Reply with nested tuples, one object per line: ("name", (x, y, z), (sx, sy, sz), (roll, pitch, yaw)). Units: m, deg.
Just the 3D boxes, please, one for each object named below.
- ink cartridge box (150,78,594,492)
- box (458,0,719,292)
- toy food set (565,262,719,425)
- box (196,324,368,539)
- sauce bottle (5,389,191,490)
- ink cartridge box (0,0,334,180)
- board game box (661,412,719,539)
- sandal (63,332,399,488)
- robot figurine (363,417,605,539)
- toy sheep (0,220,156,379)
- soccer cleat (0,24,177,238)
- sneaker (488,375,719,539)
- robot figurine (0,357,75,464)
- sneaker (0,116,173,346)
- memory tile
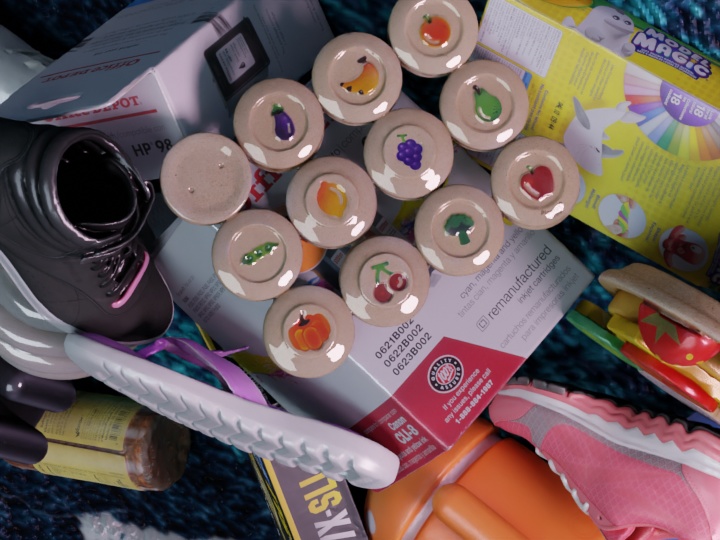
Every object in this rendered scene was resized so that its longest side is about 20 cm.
("ink cartridge box", (0.000, 0.000, 1.348), (0.200, 0.145, 0.145), (43, 158, -2))
("box", (0.151, -0.076, 1.287), (0.200, 0.048, 0.118), (32, 134, 13))
("toy food set", (0.210, 0.063, 1.273), (0.200, 0.049, 0.198), (34, 179, -16))
("box", (-0.040, 0.135, 1.505), (0.160, 0.049, 0.201), (-129, 18, -62))
("sauce bottle", (-0.217, 0.114, 1.663), (0.199, 0.066, 0.066), (9, 126, 30))
("ink cartridge box", (-0.117, -0.105, 1.335), (0.116, 0.200, 0.067), (-7, 116, 37))
("board game box", (0.249, 0.171, 1.368), (0.158, 0.039, 0.200), (-44, 62, 19))
("sandal", (-0.070, 0.069, 1.321), (0.202, 0.050, 0.082), (23, 164, 1))
("robot figurine", (0.085, 0.169, 1.460), (0.200, 0.144, 0.117), (38, 124, 15))
("toy sheep", (-0.186, 0.000, 1.425), (0.138, 0.138, 0.200), (35, 166, 7))
("soccer cleat", (-0.184, -0.105, 1.483), (0.200, 0.070, 0.086), (45, 127, -11))
("sneaker", (0.145, 0.119, 1.375), (0.200, 0.074, 0.087), (16, 90, 44))
("robot figurine", (-0.290, 0.061, 1.615), (0.200, 0.150, 0.125), (30, 144, 33))
("sneaker", (-0.143, -0.014, 1.274), (0.099, 0.071, 0.200), (8, 152, 40))
("memory tile", (0.005, -0.050, 1.256), (0.154, 0.200, 0.017), (57, 175, 0))
